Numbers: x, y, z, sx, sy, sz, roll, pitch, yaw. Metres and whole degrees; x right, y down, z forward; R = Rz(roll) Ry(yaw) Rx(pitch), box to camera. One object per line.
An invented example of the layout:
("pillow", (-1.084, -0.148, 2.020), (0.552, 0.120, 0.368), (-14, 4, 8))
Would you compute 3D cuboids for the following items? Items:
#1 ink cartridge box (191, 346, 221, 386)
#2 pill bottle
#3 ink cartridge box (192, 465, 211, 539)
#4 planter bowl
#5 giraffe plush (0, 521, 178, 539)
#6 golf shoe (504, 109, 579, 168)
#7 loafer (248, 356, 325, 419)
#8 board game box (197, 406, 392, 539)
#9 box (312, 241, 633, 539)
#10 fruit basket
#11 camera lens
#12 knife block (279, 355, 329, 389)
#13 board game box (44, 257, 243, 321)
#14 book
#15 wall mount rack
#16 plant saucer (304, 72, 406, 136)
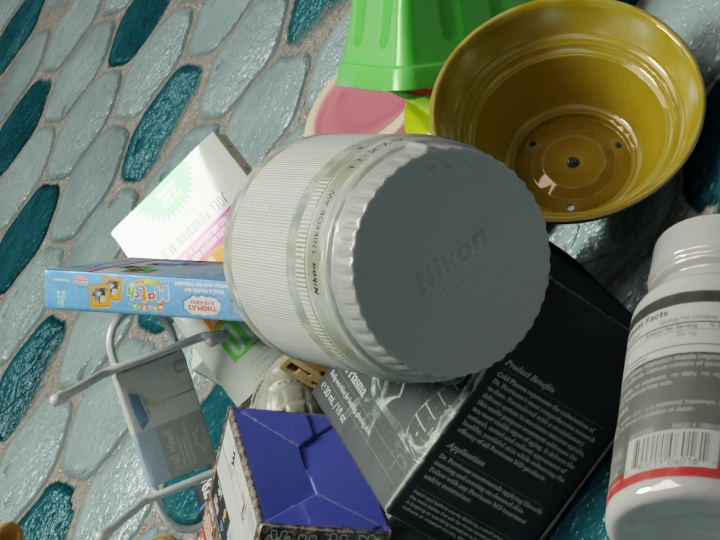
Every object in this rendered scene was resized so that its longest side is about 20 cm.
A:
("ink cartridge box", (-0.079, 0.004, 1.857), (0.145, 0.085, 0.200), (-44, 30, 28))
("pill bottle", (0.213, 0.075, 1.208), (0.114, 0.114, 0.200), (-30, 37, 46))
("ink cartridge box", (-0.090, 0.175, 1.738), (0.200, 0.039, 0.099), (-52, 25, 13))
("planter bowl", (0.155, -0.099, 1.491), (0.200, 0.083, 0.201), (-5, 58, 8))
("giraffe plush", (-0.266, 0.300, 1.777), (0.200, 0.162, 0.173), (-45, 24, 32))
("golf shoe", (0.101, -0.050, 1.602), (0.200, 0.078, 0.097), (-54, 20, 10))
("loafer", (-0.064, 0.148, 1.605), (0.200, 0.070, 0.070), (108, 155, -47))
("board game box", (-0.060, 0.227, 1.482), (0.159, 0.097, 0.200), (-113, 33, -59))
("box", (0.088, 0.075, 1.431), (0.197, 0.124, 0.200), (-54, 26, 8))
("fruit basket", (0.089, -0.149, 1.637), (0.216, 0.215, 0.155), (-62, 24, -5))
("camera lens", (0.012, -0.010, 1.331), (0.200, 0.160, 0.160), (8, 70, 62))
("knife block", (0.000, 0.000, 1.604), (0.200, 0.064, 0.176), (-60, 11, -4))
("board game box", (-0.132, 0.014, 1.640), (0.200, 0.151, 0.037), (2, 95, 21))
("book", (-0.108, -0.001, 1.738), (0.134, 0.048, 0.200), (-44, 72, 17))
("wall mount rack", (-0.171, 0.132, 1.650), (0.174, 0.200, 0.075), (-21, 7, -30))
("plant saucer", (0.022, -0.142, 1.815), (0.200, 0.051, 0.201), (-30, 35, 24))
